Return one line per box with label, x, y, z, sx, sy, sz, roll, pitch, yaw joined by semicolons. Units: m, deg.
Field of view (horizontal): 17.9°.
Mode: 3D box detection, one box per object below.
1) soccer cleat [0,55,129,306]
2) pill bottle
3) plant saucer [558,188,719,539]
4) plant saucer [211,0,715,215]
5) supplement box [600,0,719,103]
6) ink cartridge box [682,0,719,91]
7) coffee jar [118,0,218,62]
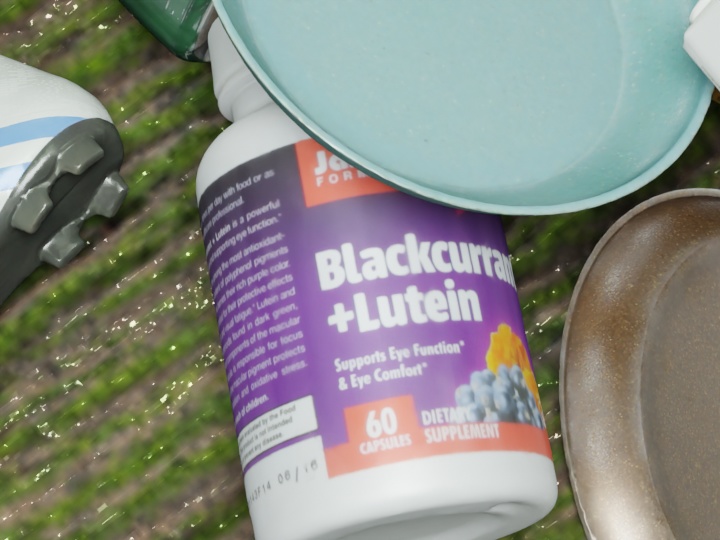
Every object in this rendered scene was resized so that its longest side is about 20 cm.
soccer cleat;-0.176;0.001;0.871;0.086;0.070;0.200;36;74;27
pill bottle;0.000;0.000;0.837;0.110;0.112;0.202;-11;73;-2
plant saucer;0.141;0.068;0.785;0.032;0.200;0.201;-15;71;-32
plant saucer;0.031;-0.099;0.811;0.198;0.036;0.202;11;58;-18
supplement box;0.147;-0.103;0.889;0.199;0.069;0.067;29;82;11
ink cartridge box;0.221;-0.058;0.742;0.147;0.082;0.201;-48;50;18
coffee jar;-0.103;-0.180;0.898;0.200;0.085;0.105;40;117;13
